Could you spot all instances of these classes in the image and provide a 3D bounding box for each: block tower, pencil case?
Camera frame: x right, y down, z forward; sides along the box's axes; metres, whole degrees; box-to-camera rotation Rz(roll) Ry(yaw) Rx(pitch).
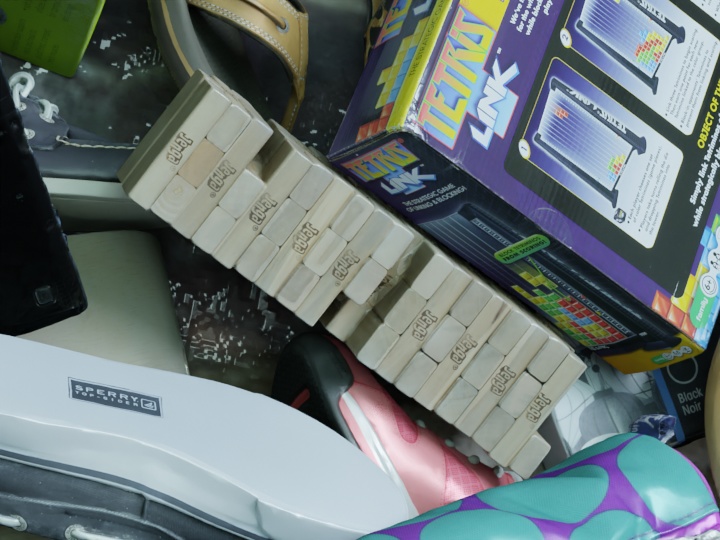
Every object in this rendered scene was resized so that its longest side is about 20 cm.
[{"bbox_3d":[0.000,0.000,1.100,0.200,0.054,0.058,37,95,-20],"label":"block tower"},{"bbox_3d":[0.050,0.122,1.032,0.199,0.092,0.086,-19,92,-39],"label":"pencil case"}]

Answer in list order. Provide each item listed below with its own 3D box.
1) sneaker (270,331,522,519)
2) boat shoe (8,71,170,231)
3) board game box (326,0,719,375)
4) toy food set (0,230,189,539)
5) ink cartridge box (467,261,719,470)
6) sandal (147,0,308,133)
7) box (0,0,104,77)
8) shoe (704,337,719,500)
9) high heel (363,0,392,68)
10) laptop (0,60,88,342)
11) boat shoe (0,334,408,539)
[{"bbox_3d":[0.037,0.105,1.140,0.087,0.074,0.201,-32,88,-33],"label":"sneaker"},{"bbox_3d":[-0.146,-0.053,1.127,0.198,0.073,0.063,3,78,-7],"label":"boat shoe"},{"bbox_3d":[0.093,-0.086,1.135,0.165,0.057,0.201,35,60,-22],"label":"board game box"},{"bbox_3d":[-0.156,0.068,1.108,0.199,0.060,0.144,-7,74,-21],"label":"toy food set"},{"bbox_3d":[0.094,-0.017,1.191,0.099,0.039,0.201,-19,80,-16],"label":"ink cartridge box"},{"bbox_3d":[-0.052,-0.110,1.157,0.054,0.082,0.201,-24,74,13],"label":"sandal"},{"bbox_3d":[-0.192,-0.149,1.113,0.199,0.122,0.048,22,74,-7],"label":"box"},{"bbox_3d":[0.178,0.030,1.096,0.070,0.053,0.201,29,51,-25],"label":"shoe"},{"bbox_3d":[-0.015,-0.152,1.177,0.142,0.071,0.201,23,56,-13],"label":"high heel"},{"bbox_3d":[-0.220,-0.058,1.048,0.176,0.103,0.201,-20,121,-5],"label":"laptop"},{"bbox_3d":[-0.083,0.082,1.059,0.199,0.068,0.072,15,29,-15],"label":"boat shoe"}]
